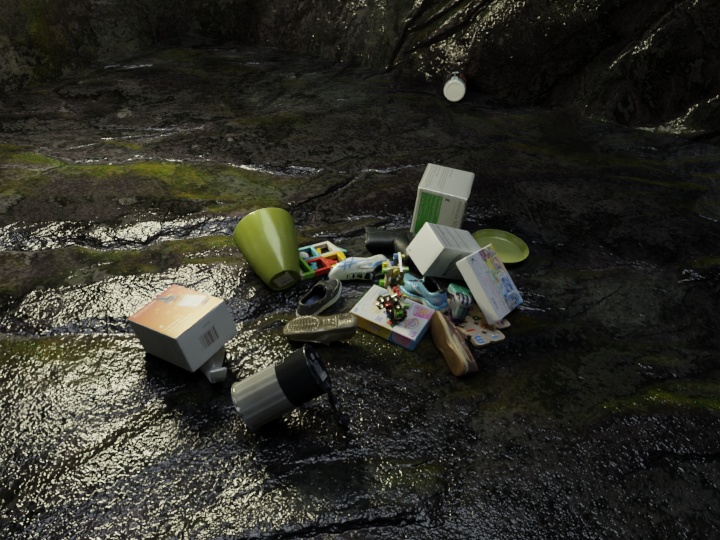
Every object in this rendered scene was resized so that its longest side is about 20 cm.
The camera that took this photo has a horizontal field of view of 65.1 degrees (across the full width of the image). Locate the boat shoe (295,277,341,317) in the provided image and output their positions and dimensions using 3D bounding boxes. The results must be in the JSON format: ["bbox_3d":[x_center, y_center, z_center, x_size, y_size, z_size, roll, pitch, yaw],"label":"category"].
[{"bbox_3d":[-0.115,0.066,1.595,0.070,0.066,0.200,26,40,23],"label":"boat shoe"}]

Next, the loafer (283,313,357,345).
[{"bbox_3d":[-0.103,0.161,1.474,0.199,0.068,0.076,-5,33,10],"label":"loafer"}]

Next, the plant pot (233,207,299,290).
[{"bbox_3d":[-0.253,-0.048,1.653,0.187,0.187,0.200,-12,55,-24],"label":"plant pot"}]

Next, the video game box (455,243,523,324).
[{"bbox_3d":[0.375,0.035,1.628,0.182,0.047,0.200,-23,84,-49],"label":"video game box"}]

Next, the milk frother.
[{"bbox_3d":[-0.144,0.294,1.240,0.188,0.180,0.200,-29,72,8],"label":"milk frother"}]

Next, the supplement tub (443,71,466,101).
[{"bbox_3d":[0.528,-1.028,3.137,0.122,0.123,0.200,11,37,4],"label":"supplement tub"}]

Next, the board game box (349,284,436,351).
[{"bbox_3d":[0.089,0.127,1.572,0.200,0.040,0.153,23,39,19],"label":"board game box"}]

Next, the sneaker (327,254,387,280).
[{"bbox_3d":[0.000,0.000,1.706,0.200,0.072,0.073,-12,48,-19],"label":"sneaker"}]

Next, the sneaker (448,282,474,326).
[{"bbox_3d":[0.275,0.095,1.612,0.074,0.088,0.200,20,13,5],"label":"sneaker"}]

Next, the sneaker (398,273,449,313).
[{"bbox_3d":[0.187,0.046,1.651,0.078,0.090,0.200,-21,36,-33],"label":"sneaker"}]

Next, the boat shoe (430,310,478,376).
[{"bbox_3d":[0.250,0.190,1.495,0.072,0.072,0.200,-1,43,-26],"label":"boat shoe"}]

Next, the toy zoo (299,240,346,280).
[{"bbox_3d":[-0.129,-0.037,1.769,0.200,0.021,0.131,-17,43,-29],"label":"toy zoo"}]

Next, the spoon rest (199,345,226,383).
[{"bbox_3d":[-0.368,0.214,1.372,0.099,0.061,0.200,-10,26,-23],"label":"spoon rest"}]

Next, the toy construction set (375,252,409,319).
[{"bbox_3d":[0.092,0.055,1.524,0.092,0.131,0.200,9,36,3],"label":"toy construction set"}]

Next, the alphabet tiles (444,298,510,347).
[{"bbox_3d":[0.318,0.143,1.615,0.195,0.015,0.200,-11,40,-24],"label":"alphabet tiles"}]

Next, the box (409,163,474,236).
[{"bbox_3d":[0.283,-0.228,1.952,0.171,0.199,0.200,14,38,9],"label":"box"}]

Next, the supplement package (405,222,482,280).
[{"bbox_3d":[0.261,-0.055,1.721,0.200,0.117,0.117,6,42,-39],"label":"supplement package"}]

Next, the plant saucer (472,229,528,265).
[{"bbox_3d":[0.470,-0.075,1.923,0.199,0.031,0.200,5,37,-3],"label":"plant saucer"}]

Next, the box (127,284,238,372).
[{"bbox_3d":[-0.426,0.133,1.355,0.200,0.107,0.152,12,41,35],"label":"box"}]

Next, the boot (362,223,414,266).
[{"bbox_3d":[0.093,-0.082,1.829,0.162,0.074,0.198,7,30,-5],"label":"boot"}]
